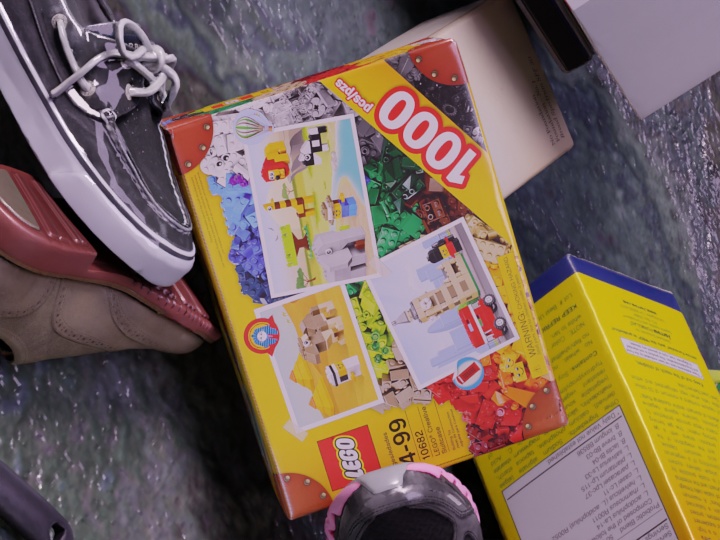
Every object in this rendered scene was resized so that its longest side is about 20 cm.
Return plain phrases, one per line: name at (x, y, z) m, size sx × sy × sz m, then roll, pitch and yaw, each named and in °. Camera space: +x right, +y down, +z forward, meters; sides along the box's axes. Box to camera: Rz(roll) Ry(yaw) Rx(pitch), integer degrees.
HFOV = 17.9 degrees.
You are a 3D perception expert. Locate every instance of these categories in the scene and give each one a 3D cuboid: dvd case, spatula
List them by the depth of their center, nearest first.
spatula at (-0.191, 0.060, 0.999) m, size 0.200 × 0.021 × 0.057 m, roll 50°, pitch 53°, yaw -29°
dvd case at (0.068, -0.222, 1.340) m, size 0.200 × 0.025 × 0.150 m, roll 55°, pitch 10°, yaw -23°

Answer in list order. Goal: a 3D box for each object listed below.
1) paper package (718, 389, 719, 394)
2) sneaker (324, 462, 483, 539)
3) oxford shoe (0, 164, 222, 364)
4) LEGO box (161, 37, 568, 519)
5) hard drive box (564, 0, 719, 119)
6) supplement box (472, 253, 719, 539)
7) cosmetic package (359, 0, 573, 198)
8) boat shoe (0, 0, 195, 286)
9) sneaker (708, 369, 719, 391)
paper package at (0.263, 0.169, 1.373) m, size 0.200 × 0.103 × 0.191 m, roll -50°, pitch 123°, yaw -4°
sneaker at (0.037, 0.181, 1.123) m, size 0.095 × 0.079 × 0.200 m, roll -110°, pitch -176°, yaw -51°
oxford shoe at (-0.138, 0.010, 1.060) m, size 0.070 × 0.075 × 0.200 m, roll 51°, pitch 12°, yaw 32°
LEGO box at (0.000, 0.000, 1.131) m, size 0.077 × 0.149 × 0.201 m, roll -140°, pitch -148°, yaw -79°
hard drive box at (0.137, -0.199, 1.315) m, size 0.156 × 0.077 × 0.200 m, roll 55°, pitch 9°, yaw -21°
supplement box at (0.141, 0.110, 1.258) m, size 0.109 × 0.109 × 0.200 m, roll 19°, pitch 41°, yaw -46°
cosmetic package at (0.028, -0.071, 1.263) m, size 0.200 × 0.073 × 0.104 m, roll -38°, pitch 107°, yaw -50°
boat shoe at (-0.121, -0.090, 1.050) m, size 0.200 × 0.068 × 0.074 m, roll 60°, pitch 15°, yaw 14°
sneaker at (0.265, 0.147, 1.465) m, size 0.200 × 0.083 × 0.074 m, roll 56°, pitch 42°, yaw -22°
